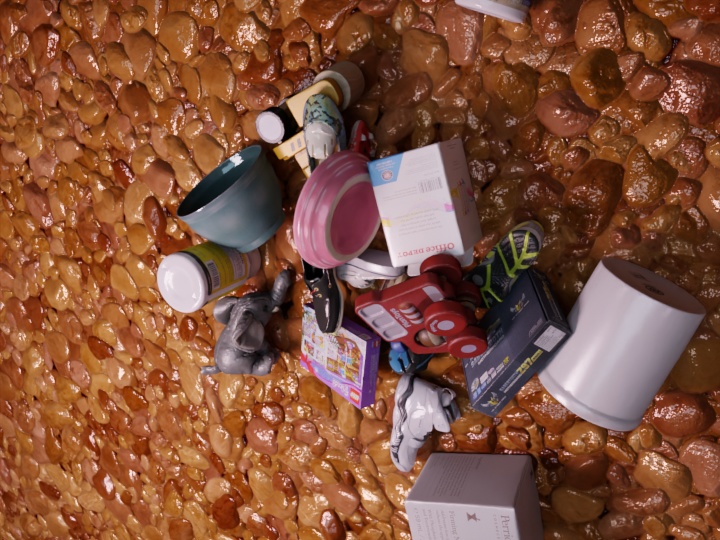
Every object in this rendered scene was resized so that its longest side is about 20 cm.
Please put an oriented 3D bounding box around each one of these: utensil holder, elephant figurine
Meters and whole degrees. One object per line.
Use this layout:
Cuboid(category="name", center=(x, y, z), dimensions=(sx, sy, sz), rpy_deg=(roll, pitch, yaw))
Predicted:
Cuboid(category="utensil holder", center=(0.385, 0.106, 0.894), dimensions=(0.169, 0.170, 0.202), rpy_deg=(29, 115, 16))
Cuboid(category="elephant figurine", center=(-0.229, 0.104, 1.213), dimensions=(0.140, 0.155, 0.202), rpy_deg=(11, 119, 12))

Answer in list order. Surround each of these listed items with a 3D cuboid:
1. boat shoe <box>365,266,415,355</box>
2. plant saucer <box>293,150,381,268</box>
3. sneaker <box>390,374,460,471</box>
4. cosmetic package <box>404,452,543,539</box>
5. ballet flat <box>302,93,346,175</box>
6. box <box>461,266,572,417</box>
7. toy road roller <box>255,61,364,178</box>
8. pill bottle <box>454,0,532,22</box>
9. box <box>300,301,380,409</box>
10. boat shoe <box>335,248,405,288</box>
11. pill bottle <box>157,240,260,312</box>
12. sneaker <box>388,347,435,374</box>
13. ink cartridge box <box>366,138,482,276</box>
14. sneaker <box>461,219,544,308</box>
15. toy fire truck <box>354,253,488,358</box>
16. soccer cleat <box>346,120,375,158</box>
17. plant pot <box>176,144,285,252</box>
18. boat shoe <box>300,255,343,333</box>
Cuboid(category="boat shoe", center=(0.044, 0.074, 1.119), dimensions=(0.072, 0.072, 0.202), rpy_deg=(43, 125, 37))
Cuboid(category="plant saucer", center=(-0.025, -0.094, 0.993), dimensions=(0.051, 0.200, 0.203), rpy_deg=(25, 115, 32))
Cuboid(category="sneaker", center=(0.122, 0.299, 1.135), dimensions=(0.114, 0.075, 0.202), rpy_deg=(10, 106, 27))
Cuboid(category="cosmetic package", center=(0.210, 0.445, 1.083), dimensions=(0.198, 0.166, 0.169), rpy_deg=(-8, 101, 27))
Cuboid(category="ballet flat", center=(-0.057, -0.183, 0.981), dimensions=(0.074, 0.074, 0.201), rpy_deg=(11, 134, 23))
Cuboid(category="box", center=(0.242, 0.113, 0.973), dimensions=(0.051, 0.158, 0.201), rpy_deg=(27, 119, -14))
Cuboid(category="toy road roller", center=(-0.068, -0.253, 1.047), dimensions=(0.199, 0.123, 0.147), rpy_deg=(-23, 109, 30))
Cuboid(category="pill bottle", center=(0.213, -0.465, 0.842), dimensions=(0.110, 0.111, 0.202), rpy_deg=(24, 115, 18))
Cuboid(category="box", center=(-0.043, 0.157, 1.152), dimensions=(0.199, 0.039, 0.138), rpy_deg=(26, 118, 45))
Cuboid(category="boat shoe", center=(0.000, 0.000, 1.095), dimensions=(0.198, 0.072, 0.066), rpy_deg=(9, 111, 38))
Cuboid(category="pill bottle", center=(-0.290, -0.002, 1.180), dimensions=(0.113, 0.200, 0.116), rpy_deg=(7, 108, 24))
Cuboid(category="sneaker", center=(0.121, 0.094, 1.083), dimensions=(0.073, 0.082, 0.201), rpy_deg=(35, 102, 40))
Cuboid(category="ink cartridge box", center=(0.113, -0.101, 0.992), dimensions=(0.127, 0.125, 0.202), rpy_deg=(-9, 101, 28))
Cuboid(category="sneaker", center=(0.239, -0.006, 0.993), dimensions=(0.075, 0.076, 0.200), rpy_deg=(46, 138, 6))
Cuboid(category="toy fire truck", center=(0.104, 0.076, 0.964), dimensions=(0.167, 0.113, 0.200), rpy_deg=(-20, 138, 24))
Cuboid(category="soccer cleat", center=(-0.026, -0.169, 1.077), dimensions=(0.084, 0.069, 0.202), rpy_deg=(13, 115, 18))
Cuboid(category="plant pot", center=(-0.226, -0.120, 1.135), dimensions=(0.199, 0.201, 0.135), rpy_deg=(-21, 121, 30))
Cuboid(category="boat shoe", center=(-0.075, 0.018, 1.089), dimensions=(0.073, 0.063, 0.204), rpy_deg=(7, 105, 46))
